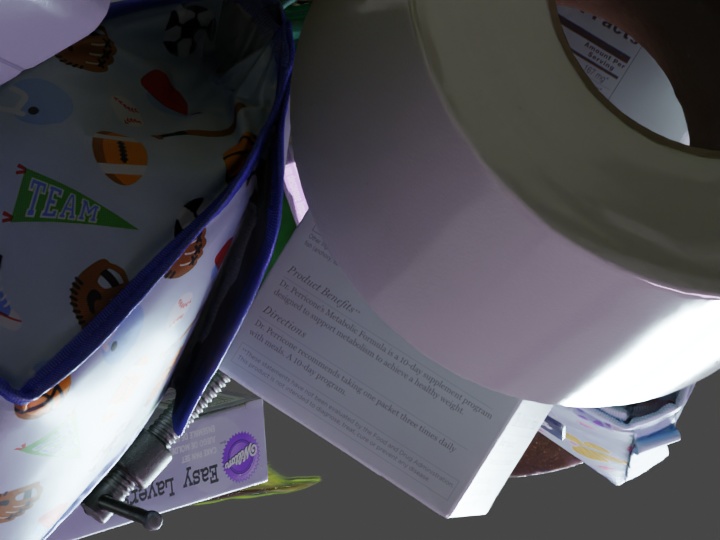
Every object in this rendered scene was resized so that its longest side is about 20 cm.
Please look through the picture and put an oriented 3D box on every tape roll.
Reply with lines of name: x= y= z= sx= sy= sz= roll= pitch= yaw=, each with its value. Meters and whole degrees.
tape roll: x=0.090 y=-0.067 z=0.973 sx=0.202 sy=0.203 sz=0.139 roll=-18 pitch=169 yaw=-21

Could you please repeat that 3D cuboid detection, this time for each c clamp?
c clamp: x=-0.070 y=0.040 z=1.356 sx=0.200 sy=0.027 sz=0.171 roll=-51 pitch=-155 yaw=-20

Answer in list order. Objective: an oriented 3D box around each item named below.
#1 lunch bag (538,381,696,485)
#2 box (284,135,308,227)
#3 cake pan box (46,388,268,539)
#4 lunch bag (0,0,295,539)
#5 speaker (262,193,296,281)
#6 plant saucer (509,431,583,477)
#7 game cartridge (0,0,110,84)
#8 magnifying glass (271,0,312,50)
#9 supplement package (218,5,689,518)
lunch bag: x=0.082 y=-0.007 z=1.275 sx=0.127 sy=0.200 sz=0.170 roll=-22 pitch=171 yaw=0
box: x=0.000 y=0.000 z=1.280 sx=0.039 sy=0.042 sz=0.200 roll=-17 pitch=133 yaw=1
cake pan box: x=-0.173 y=0.093 z=1.485 sx=0.184 sy=0.052 sz=0.200 roll=9 pitch=-163 yaw=44
lunch bag: x=-0.105 y=0.002 z=1.055 sx=0.200 sy=0.124 sz=0.170 roll=-47 pitch=171 yaw=-36
speaker: x=-0.120 y=0.020 z=1.315 sx=0.200 sy=0.089 sz=0.088 roll=-29 pitch=168 yaw=33
plant saucer: x=0.071 y=0.004 z=1.407 sx=0.200 sy=0.201 sz=0.037 roll=-21 pitch=144 yaw=-4
game cartridge: x=-0.180 y=-0.061 z=0.907 sx=0.200 sy=0.042 sz=0.133 roll=-24 pitch=166 yaw=10
magnifying glass: x=-0.032 y=-0.086 z=1.130 sx=0.079 sy=0.022 sz=0.200 roll=-15 pitch=168 yaw=-37
supplement package: x=0.049 y=-0.017 z=1.135 sx=0.200 sy=0.109 sz=0.114 roll=-58 pitch=170 yaw=2
